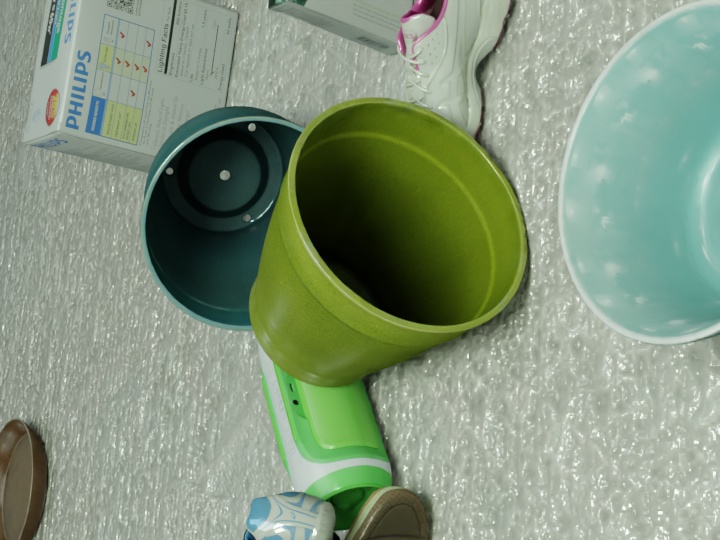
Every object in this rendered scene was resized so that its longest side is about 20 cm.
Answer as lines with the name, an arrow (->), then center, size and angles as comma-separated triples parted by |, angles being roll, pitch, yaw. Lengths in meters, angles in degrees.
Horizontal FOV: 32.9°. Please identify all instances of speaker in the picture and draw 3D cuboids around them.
speaker -> -0.034, 0.123, 1.072 | 0.089, 0.088, 0.201 | -51, 42, 34

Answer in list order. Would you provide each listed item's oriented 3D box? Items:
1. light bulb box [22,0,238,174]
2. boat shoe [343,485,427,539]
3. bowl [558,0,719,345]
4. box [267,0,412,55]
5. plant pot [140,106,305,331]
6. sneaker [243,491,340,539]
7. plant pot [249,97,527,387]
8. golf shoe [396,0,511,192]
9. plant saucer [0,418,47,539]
light bulb box -> -0.267, -0.225, 1.421 | 0.124, 0.199, 0.200 | -3, 78, 55
boat shoe -> -0.002, 0.265, 1.004 | 0.076, 0.071, 0.202 | -144, 71, -71
bowl -> 0.223, -0.049, 0.727 | 0.200, 0.104, 0.203 | -22, 62, 51
box -> -0.009, -0.315, 1.115 | 0.036, 0.143, 0.202 | -7, 75, 50
plant pot -> -0.120, -0.069, 1.180 | 0.188, 0.198, 0.202 | -128, 56, -66
sneaker -> -0.056, 0.229, 0.987 | 0.201, 0.072, 0.072 | 92, -162, -58
plant pot -> 0.000, 0.000, 0.987 | 0.193, 0.199, 0.202 | 131, 138, -51
golf shoe -> 0.060, -0.168, 1.019 | 0.075, 0.091, 0.202 | 20, 99, 55
plant saucer -> -0.490, 0.313, 1.738 | 0.200, 0.034, 0.202 | -21, 64, 51
